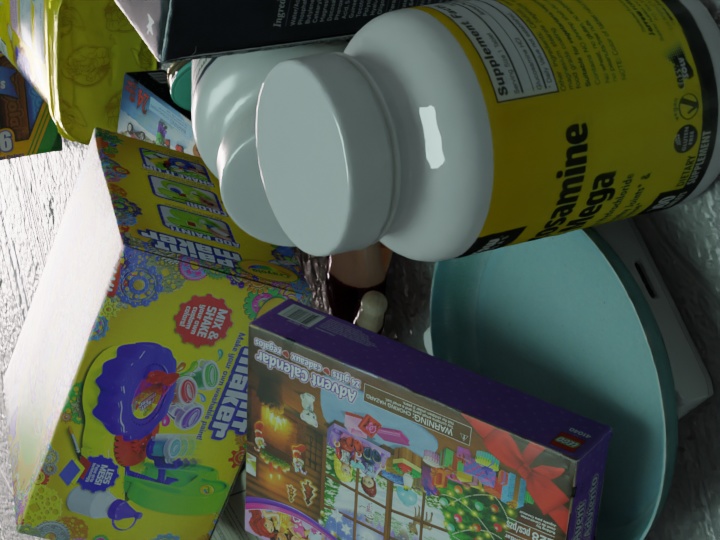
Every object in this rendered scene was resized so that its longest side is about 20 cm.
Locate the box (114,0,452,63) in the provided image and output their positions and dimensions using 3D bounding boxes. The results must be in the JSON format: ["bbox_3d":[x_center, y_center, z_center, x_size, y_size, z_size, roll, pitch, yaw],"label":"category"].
[{"bbox_3d":[-0.053,-0.223,0.884,0.200,0.197,0.124,52,144,38],"label":"box"}]

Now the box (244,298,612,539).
[{"bbox_3d":[0.028,0.111,0.854,0.200,0.039,0.137,20,123,30],"label":"box"}]

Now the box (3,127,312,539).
[{"bbox_3d":[-0.136,0.046,1.045,0.200,0.122,0.193,-67,23,18],"label":"box"}]

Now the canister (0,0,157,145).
[{"bbox_3d":[-0.248,-0.212,1.377,0.200,0.087,0.149,44,138,48],"label":"canister"}]

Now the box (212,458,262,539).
[{"bbox_3d":[-0.015,0.160,1.048,0.128,0.109,0.200,60,152,0],"label":"box"}]

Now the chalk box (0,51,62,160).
[{"bbox_3d":[-0.369,-0.214,1.565,0.125,0.124,0.200,34,130,54],"label":"chalk box"}]

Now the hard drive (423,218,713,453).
[{"bbox_3d":[0.105,0.049,0.890,0.132,0.027,0.200,67,150,18],"label":"hard drive"}]

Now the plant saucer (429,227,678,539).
[{"bbox_3d":[0.101,0.055,0.845,0.200,0.027,0.200,36,133,51],"label":"plant saucer"}]

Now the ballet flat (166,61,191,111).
[{"bbox_3d":[-0.077,-0.164,1.118,0.200,0.070,0.065,-22,55,60],"label":"ballet flat"}]

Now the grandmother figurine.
[{"bbox_3d":[0.000,0.000,1.041,0.121,0.061,0.200,-95,5,-58],"label":"grandmother figurine"}]

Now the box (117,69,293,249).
[{"bbox_3d":[-0.120,-0.050,1.218,0.200,0.038,0.137,37,124,43],"label":"box"}]

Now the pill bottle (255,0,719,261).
[{"bbox_3d":[0.060,-0.066,0.736,0.112,0.200,0.112,36,132,52],"label":"pill bottle"}]

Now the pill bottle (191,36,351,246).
[{"bbox_3d":[-0.040,-0.108,0.932,0.200,0.111,0.111,-97,15,-49],"label":"pill bottle"}]
